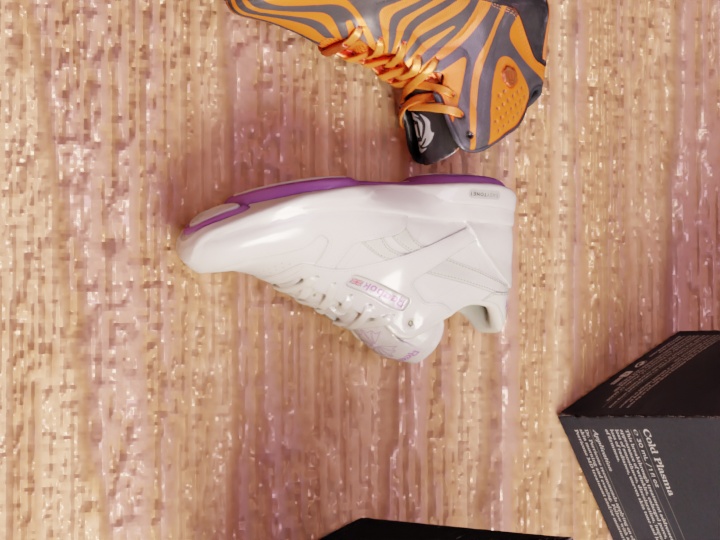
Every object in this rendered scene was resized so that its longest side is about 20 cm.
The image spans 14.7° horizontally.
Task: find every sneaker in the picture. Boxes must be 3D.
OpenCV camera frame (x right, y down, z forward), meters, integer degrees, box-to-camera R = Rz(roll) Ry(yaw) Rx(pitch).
[{"bbox_3d":[0.000,0.000,1.445,0.200,0.075,0.100,-2,88,-30],"label":"sneaker"},{"bbox_3d":[0.020,-0.112,1.459,0.200,0.078,0.112,-1,88,-30],"label":"sneaker"}]

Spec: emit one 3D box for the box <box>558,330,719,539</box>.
[{"bbox_3d":[0.232,0.141,1.515,0.104,0.182,0.200,-31,104,-27],"label":"box"}]

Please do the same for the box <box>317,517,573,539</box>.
[{"bbox_3d":[0.039,0.239,1.390,0.123,0.200,0.199,-24,102,-29],"label":"box"}]
